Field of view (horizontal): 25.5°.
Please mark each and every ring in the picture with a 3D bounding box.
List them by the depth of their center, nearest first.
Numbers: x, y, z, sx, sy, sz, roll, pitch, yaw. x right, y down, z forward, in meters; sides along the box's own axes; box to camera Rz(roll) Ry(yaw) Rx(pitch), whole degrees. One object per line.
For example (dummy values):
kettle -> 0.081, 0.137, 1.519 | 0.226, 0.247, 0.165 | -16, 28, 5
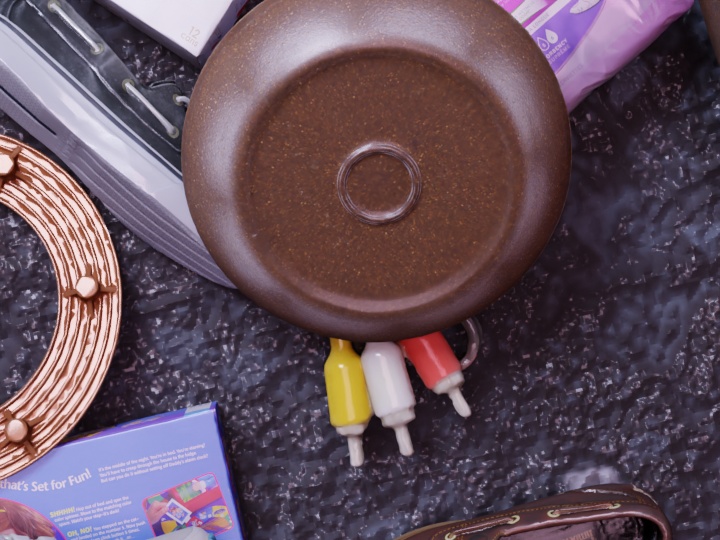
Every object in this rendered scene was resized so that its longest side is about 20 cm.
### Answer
ring -> -0.226, 0.017, 0.844 | 0.198, 0.019, 0.202 | 0, 77, -1

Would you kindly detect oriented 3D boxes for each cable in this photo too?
cable -> 0.000, 0.000, 0.863 | 0.096, 0.050, 0.201 | -24, 93, 1

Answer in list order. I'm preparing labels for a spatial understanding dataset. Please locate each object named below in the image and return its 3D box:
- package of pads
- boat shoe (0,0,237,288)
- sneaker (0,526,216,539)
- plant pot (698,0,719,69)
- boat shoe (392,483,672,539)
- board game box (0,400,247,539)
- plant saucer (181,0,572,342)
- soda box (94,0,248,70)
package of pads -> 0.065, -0.124, 0.854 | 0.200, 0.076, 0.121 | -41, 94, -2
boat shoe -> -0.120, -0.076, 0.845 | 0.200, 0.072, 0.071 | 44, 67, -13
sneaker -> -0.167, 0.165, 0.799 | 0.198, 0.077, 0.081 | -20, 90, -5
plant pot -> 0.272, -0.099, 0.829 | 0.185, 0.187, 0.202 | -13, 105, -3
boat shoe -> 0.072, 0.166, 0.862 | 0.199, 0.070, 0.071 | -23, 93, -2
board game box -> -0.159, 0.160, 0.859 | 0.198, 0.045, 0.136 | -12, 91, -3
plant saucer -> 0.009, -0.048, 0.791 | 0.198, 0.037, 0.202 | -1, 114, -2
soda box -> -0.151, -0.191, 0.847 | 0.199, 0.064, 0.068 | 33, 88, -3
